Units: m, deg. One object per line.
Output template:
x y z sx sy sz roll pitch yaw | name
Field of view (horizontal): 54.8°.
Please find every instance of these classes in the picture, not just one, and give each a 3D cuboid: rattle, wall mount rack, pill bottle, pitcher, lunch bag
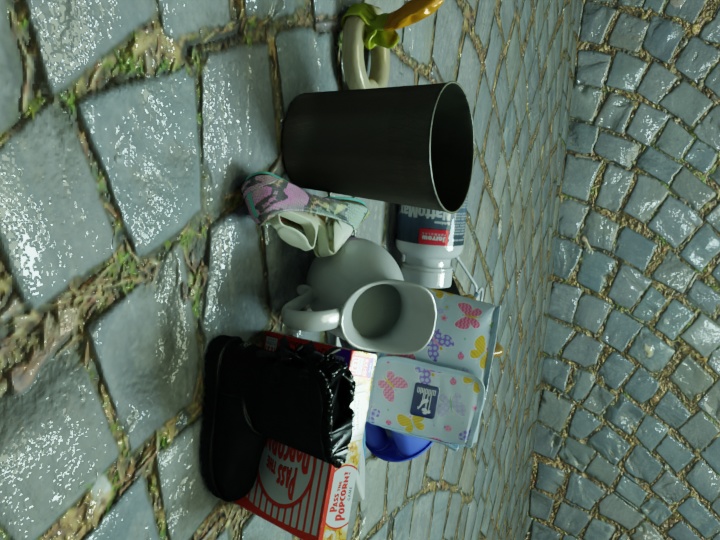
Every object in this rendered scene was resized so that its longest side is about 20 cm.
0.049 -0.255 0.937 0.130 0.138 0.206 -60 147 -76 | rattle
0.205 0.068 1.470 0.200 0.073 0.178 -47 142 -53 | wall mount rack
0.118 -0.079 1.161 0.119 0.116 0.207 -14 109 -64 | pill bottle
-0.021 0.030 0.821 0.200 0.166 0.125 -139 -127 -69 | pitcher
0.102 0.136 0.989 0.128 0.165 0.205 84 22 -70 | lunch bag

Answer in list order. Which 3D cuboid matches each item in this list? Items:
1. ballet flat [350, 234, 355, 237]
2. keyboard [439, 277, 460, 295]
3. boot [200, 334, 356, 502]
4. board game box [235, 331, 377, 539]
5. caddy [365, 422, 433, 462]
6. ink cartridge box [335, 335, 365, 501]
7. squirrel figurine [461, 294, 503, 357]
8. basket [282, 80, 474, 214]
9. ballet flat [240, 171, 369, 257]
0.000 0.000 0.979 0.201 0.071 0.075 61 43 -53 | ballet flat
0.139 0.067 1.254 0.102 0.040 0.204 -6 65 -32 | keyboard
-0.084 0.165 0.720 0.073 0.158 0.205 -22 117 -60 | boot
-0.064 0.182 0.781 0.046 0.149 0.206 14 83 -45 | board game box
0.067 0.200 1.107 0.203 0.138 0.106 -66 146 -31 | caddy
-0.042 0.196 0.904 0.117 0.066 0.204 -88 169 -50 | ink cartridge box
0.152 0.174 1.326 0.195 0.143 0.189 -12 141 -28 | squirrel figurine
0.018 -0.147 0.813 0.180 0.195 0.140 24 75 -66 | basket
-0.057 -0.055 0.792 0.198 0.068 0.073 12 62 -53 | ballet flat
